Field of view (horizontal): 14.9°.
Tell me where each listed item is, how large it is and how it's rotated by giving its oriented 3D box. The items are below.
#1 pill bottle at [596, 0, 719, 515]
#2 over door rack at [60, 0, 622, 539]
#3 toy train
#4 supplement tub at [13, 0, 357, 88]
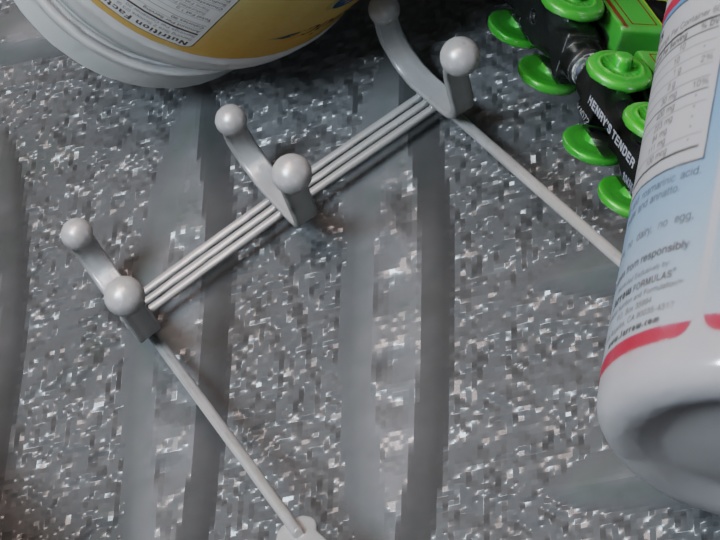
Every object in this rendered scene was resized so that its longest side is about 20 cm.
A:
[{"bbox_3d":[0.136,-0.034,0.800,0.108,0.109,0.201,1,63,26],"label":"pill bottle"},{"bbox_3d":[0.000,0.000,0.887,0.147,0.067,0.200,-36,46,-5],"label":"over door rack"},{"bbox_3d":[0.079,-0.083,0.929,0.056,0.042,0.200,0,37,-23],"label":"toy train"},{"bbox_3d":[-0.037,-0.155,0.927,0.200,0.144,0.145,-35,25,57],"label":"supplement tub"}]
